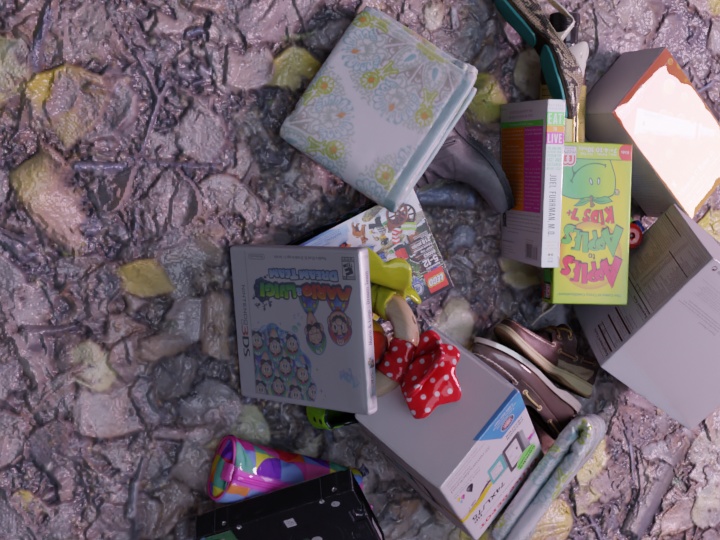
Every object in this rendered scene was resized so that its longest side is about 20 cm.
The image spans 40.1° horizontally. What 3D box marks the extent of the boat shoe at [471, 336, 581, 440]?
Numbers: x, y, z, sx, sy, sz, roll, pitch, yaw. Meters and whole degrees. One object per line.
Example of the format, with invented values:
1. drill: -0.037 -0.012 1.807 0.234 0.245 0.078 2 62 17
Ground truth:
1. boat shoe: 0.217 0.159 1.329 0.199 0.071 0.060 37 79 -28

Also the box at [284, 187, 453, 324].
1. box: 0.000 0.000 1.215 0.197 0.038 0.139 -27 105 -5

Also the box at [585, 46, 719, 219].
1. box: 0.406 -0.185 1.352 0.125 0.097 0.200 -48 110 -10

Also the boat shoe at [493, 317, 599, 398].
1. boat shoe: 0.258 0.103 1.333 0.199 0.072 0.073 33 84 -31

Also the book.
1. book: 0.219 -0.112 1.261 0.047 0.134 0.205 0 97 -12

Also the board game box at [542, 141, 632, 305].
1. board game box: 0.290 -0.060 1.265 0.099 0.048 0.205 1 92 -6

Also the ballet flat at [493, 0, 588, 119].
1. ballet flat: 0.244 -0.293 1.252 0.074 0.068 0.203 -27 77 -3

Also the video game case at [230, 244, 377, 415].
1. video game case: -0.068 0.064 1.139 0.024 0.197 0.186 -13 103 -52

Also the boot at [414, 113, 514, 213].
1. boot: 0.098 -0.126 1.257 0.131 0.070 0.201 -40 104 -5

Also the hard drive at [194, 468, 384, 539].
1. hard drive: -0.081 0.314 1.172 0.196 0.038 0.141 -19 130 7

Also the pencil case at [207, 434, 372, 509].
1. pencil case: -0.086 0.262 1.206 0.197 0.088 0.090 18 89 -22

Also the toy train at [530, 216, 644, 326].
1. toy train: 0.274 -0.033 1.333 0.199 0.085 0.116 -38 92 -4

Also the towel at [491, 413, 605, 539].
1. towel: 0.250 0.275 1.293 0.048 0.171 0.202 36 96 16

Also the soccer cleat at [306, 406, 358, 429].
1. soccer cleat: 0.027 0.152 1.241 0.197 0.081 0.069 -22 104 -19

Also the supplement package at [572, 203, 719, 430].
1. supplement package: 0.432 0.064 1.326 0.190 0.148 0.200 33 113 -23

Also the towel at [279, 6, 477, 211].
1. towel: 0.025 -0.196 1.178 0.170 0.048 0.202 33 81 9

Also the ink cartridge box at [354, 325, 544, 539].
1. ink cartridge box: 0.114 0.202 1.205 0.147 0.145 0.201 -47 146 -11

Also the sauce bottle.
1. sauce bottle: 0.269 -0.236 1.307 0.063 0.065 0.205 0 96 -22

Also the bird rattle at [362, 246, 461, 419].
1. bird rattle: 0.027 0.083 1.146 0.161 0.112 0.203 -27 73 22
